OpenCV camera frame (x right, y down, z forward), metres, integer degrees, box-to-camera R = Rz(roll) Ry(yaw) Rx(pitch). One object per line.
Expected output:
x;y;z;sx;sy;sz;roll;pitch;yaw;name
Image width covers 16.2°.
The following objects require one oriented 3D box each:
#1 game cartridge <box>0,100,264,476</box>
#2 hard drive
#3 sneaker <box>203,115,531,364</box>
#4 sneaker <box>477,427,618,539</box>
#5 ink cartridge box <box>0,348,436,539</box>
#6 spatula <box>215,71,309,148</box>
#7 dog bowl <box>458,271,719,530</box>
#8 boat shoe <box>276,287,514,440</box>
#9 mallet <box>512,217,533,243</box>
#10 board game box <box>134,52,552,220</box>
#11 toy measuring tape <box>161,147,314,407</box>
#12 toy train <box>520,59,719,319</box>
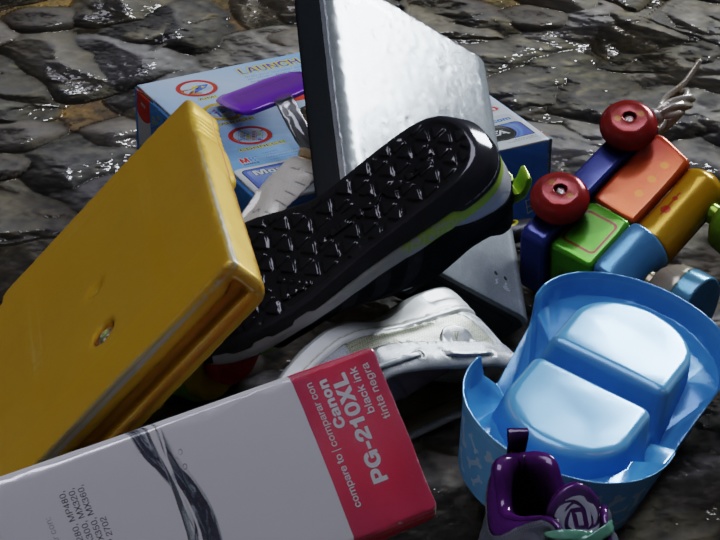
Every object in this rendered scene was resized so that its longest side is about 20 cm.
-0.127;0.018;1.317;0.032;0.176;0.200;38;15;-24;game cartridge
0.026;-0.068;1.449;0.139;0.033;0.200;27;41;-36;hard drive
0.000;0.000;1.309;0.200;0.083;0.072;-30;51;7;sneaker
0.098;0.150;1.126;0.074;0.088;0.200;-10;29;-21;sneaker
-0.091;0.115;1.116;0.200;0.085;0.145;-18;-7;-29;ink cartridge box
-0.030;-0.078;1.513;0.056;0.021;0.200;-23;36;-13;spatula
0.118;0.070;1.304;0.111;0.050;0.200;26;34;15;dog bowl
0.010;0.068;1.305;0.065;0.075;0.202;35;32;22;boat shoe
0.174;-0.037;1.556;0.199;0.041;0.066;-3;26;2;mallet
-0.014;-0.076;1.595;0.200;0.056;0.196;-13;30;-23;board game box
-0.070;0.013;1.389;0.073;0.074;0.200;16;45;27;toy measuring tape
0.191;-0.046;1.478;0.116;0.085;0.200;30;57;25;toy train
